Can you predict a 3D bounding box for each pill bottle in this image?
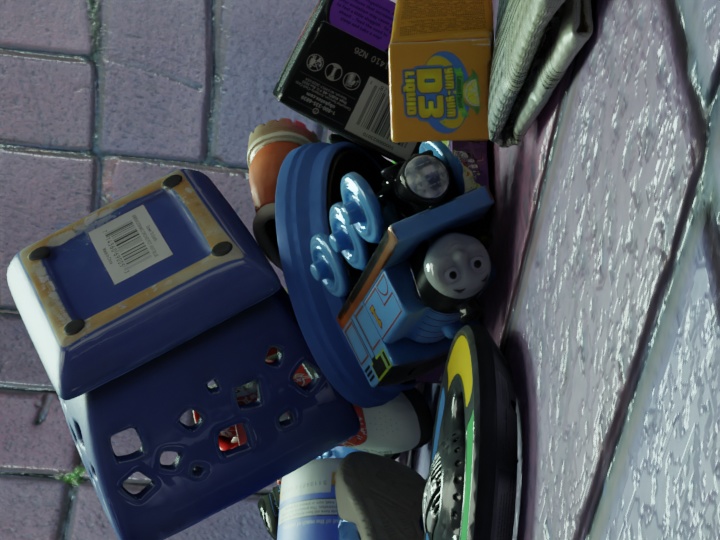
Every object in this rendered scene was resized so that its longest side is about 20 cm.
[{"bbox_3d":[-0.013,0.254,1.305,0.112,0.111,0.201,104,171,-66],"label":"pill bottle"}]

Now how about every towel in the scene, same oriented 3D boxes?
[{"bbox_3d":[0.102,-0.186,0.901,0.200,0.034,0.194,101,176,-74],"label":"towel"}]

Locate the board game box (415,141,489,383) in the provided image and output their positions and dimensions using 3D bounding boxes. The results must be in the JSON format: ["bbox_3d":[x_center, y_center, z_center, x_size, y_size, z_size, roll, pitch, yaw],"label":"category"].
[{"bbox_3d":[0.063,-0.027,1.206,0.200,0.032,0.120,99,179,-50],"label":"board game box"}]

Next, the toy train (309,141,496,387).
[{"bbox_3d":[0.032,-0.003,1.081,0.115,0.086,0.200,61,160,11],"label":"toy train"}]

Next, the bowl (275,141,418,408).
[{"bbox_3d":[0.000,0.000,1.258,0.201,0.039,0.202,-15,-90,-69],"label":"bowl"}]

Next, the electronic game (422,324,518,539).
[{"bbox_3d":[0.057,0.131,0.979,0.200,0.041,0.201,-174,90,-86],"label":"electronic game"}]

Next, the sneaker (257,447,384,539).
[{"bbox_3d":[-0.035,0.177,1.442,0.077,0.111,0.201,-110,13,-69],"label":"sneaker"}]

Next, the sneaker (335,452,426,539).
[{"bbox_3d":[0.007,0.212,1.177,0.200,0.076,0.112,-111,40,-67],"label":"sneaker"}]

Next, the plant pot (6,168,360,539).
[{"bbox_3d":[-0.141,0.051,1.255,0.200,0.199,0.180,52,167,52],"label":"plant pot"}]

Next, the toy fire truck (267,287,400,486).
[{"bbox_3d":[-0.081,0.122,1.534,0.176,0.199,0.129,58,-171,-18],"label":"toy fire truck"}]

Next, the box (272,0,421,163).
[{"bbox_3d":[0.006,-0.156,1.342,0.106,0.122,0.200,-63,6,5],"label":"box"}]

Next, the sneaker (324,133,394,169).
[{"bbox_3d":[-0.008,-0.064,1.436,0.082,0.070,0.200,-59,-7,3],"label":"sneaker"}]

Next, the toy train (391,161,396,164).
[{"bbox_3d":[0.034,-0.009,1.533,0.056,0.042,0.201,126,150,-61],"label":"toy train"}]

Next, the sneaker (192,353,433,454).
[{"bbox_3d":[-0.044,0.119,1.340,0.201,0.108,0.068,12,116,45],"label":"sneaker"}]

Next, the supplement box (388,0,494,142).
[{"bbox_3d":[0.053,-0.139,1.077,0.200,0.068,0.067,-86,-6,-70],"label":"supplement box"}]

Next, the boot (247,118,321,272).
[{"bbox_3d":[-0.033,-0.012,1.332,0.108,0.075,0.200,-93,-23,-45],"label":"boot"}]
